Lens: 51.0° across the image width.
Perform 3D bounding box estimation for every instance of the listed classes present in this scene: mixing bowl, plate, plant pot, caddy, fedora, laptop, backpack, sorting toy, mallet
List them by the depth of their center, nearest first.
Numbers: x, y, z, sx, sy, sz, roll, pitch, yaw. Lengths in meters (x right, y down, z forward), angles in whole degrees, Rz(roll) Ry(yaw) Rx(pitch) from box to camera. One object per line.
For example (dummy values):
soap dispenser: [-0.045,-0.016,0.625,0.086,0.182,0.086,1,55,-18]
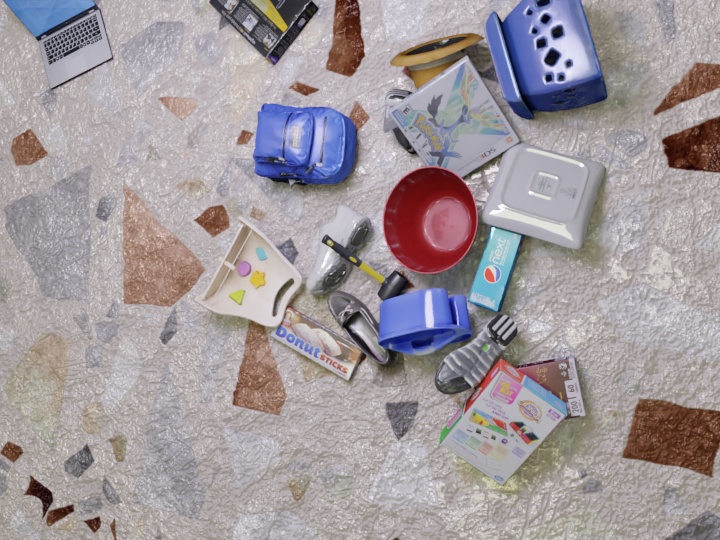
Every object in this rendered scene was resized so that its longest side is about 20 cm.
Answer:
plant pot: [0.340,-0.397,1.398,0.176,0.199,0.205,-17,84,20]
plate: [0.345,-0.153,1.421,0.196,0.033,0.203,18,64,16]
caddy: [0.122,0.109,1.447,0.197,0.140,0.108,-18,66,40]
fedora: [0.155,-0.400,1.471,0.195,0.201,0.084,-9,113,16]
mixing bowl: [0.152,-0.095,1.473,0.196,0.108,0.206,0,89,28]
mallet: [0.000,0.000,1.518,0.197,0.041,0.067,28,100,-14]
backpack: [-0.113,-0.253,1.541,0.195,0.168,0.167,7,96,13]
sorting toy: [-0.219,0.022,1.594,0.178,0.107,0.203,32,97,11]
laptop: [-0.705,-0.564,1.755,0.183,0.116,0.205,-20,82,15]

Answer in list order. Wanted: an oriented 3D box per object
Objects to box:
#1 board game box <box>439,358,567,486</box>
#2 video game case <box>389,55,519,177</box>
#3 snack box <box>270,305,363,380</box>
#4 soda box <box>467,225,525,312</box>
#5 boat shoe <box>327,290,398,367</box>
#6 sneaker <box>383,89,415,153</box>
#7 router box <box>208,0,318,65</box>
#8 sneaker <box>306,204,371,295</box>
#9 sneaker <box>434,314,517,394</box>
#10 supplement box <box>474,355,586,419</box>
board game box: [0.262,0.284,1.399,0.151,0.040,0.202,34,114,-4]
video game case: [0.181,-0.278,1.451,0.180,0.022,0.201,-30,119,22]
snack box: [-0.091,0.151,1.587,0.197,0.024,0.073,28,95,16]
soda box: [0.270,-0.025,1.464,0.063,0.068,0.205,19,93,17]
boat shoe: [0.001,0.115,1.544,0.067,0.057,0.200,-46,77,10]
sneaker: [0.138,-0.288,1.518,0.195,0.076,0.118,12,119,1]
router box: [-0.211,-0.576,1.640,0.200,0.052,0.158,45,100,13]
sneaker: [-0.059,-0.045,1.570,0.099,0.077,0.202,40,101,34]
sneaker: [0.216,0.176,1.441,0.198,0.116,0.075,-37,75,-17]
supplement box: [0.321,0.235,1.442,0.195,0.061,0.112,-13,85,16]
